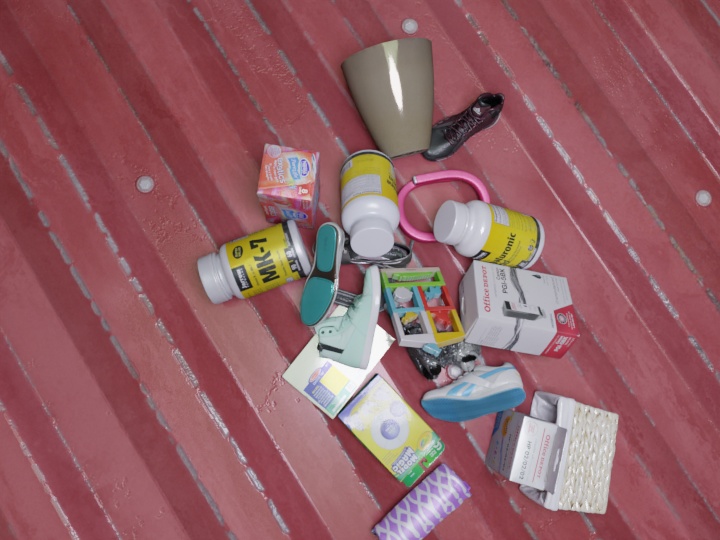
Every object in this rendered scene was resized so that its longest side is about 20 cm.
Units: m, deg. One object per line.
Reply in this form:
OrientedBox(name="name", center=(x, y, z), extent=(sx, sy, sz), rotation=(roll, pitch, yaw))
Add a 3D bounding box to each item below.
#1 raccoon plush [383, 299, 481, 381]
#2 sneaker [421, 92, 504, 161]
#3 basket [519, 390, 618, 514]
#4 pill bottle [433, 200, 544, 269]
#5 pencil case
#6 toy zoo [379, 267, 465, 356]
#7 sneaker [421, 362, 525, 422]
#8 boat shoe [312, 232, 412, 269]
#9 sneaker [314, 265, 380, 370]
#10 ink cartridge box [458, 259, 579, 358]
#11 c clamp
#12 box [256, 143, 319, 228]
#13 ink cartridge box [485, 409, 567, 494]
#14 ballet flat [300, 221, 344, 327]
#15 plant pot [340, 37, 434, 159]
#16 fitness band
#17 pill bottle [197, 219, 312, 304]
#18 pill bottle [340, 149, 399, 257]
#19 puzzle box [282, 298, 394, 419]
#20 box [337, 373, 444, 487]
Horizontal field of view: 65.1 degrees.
OrientedBox(name="raccoon plush", center=(0.153, 0.116, 1.098), extent=(0.133, 0.097, 0.201), rotation=(-30, 96, -13))
OrientedBox(name="sneaker", center=(0.212, -0.308, 1.157), extent=(0.199, 0.116, 0.076), rotation=(-36, 85, -8))
OrientedBox(name="basket", center=(0.393, 0.342, 1.068), extent=(0.122, 0.136, 0.202), rotation=(12, 82, -4))
OrientedBox(name="pill bottle", center=(0.247, -0.073, 1.100), extent=(0.198, 0.111, 0.112), rotation=(13, 81, -21))
OrientedBox(name="pencil case", center=(0.118, 0.458, 1.064), extent=(0.200, 0.084, 0.086), rotation=(-40, 121, -6))
OrientedBox(name="toy zoo", center=(0.118, 0.077, 1.078), extent=(0.130, 0.021, 0.201), rotation=(-2, 50, -17))
OrientedBox(name="sneaker", center=(0.216, 0.237, 1.106), extent=(0.198, 0.081, 0.077), rotation=(-13, 127, 11))
OrientedBox(name="boat shoe", center=(0.006, -0.044, 1.113), extent=(0.198, 0.057, 0.067), rotation=(7, 73, -7))
OrientedBox(name="sneaker", center=(-0.026, 0.082, 1.073), extent=(0.117, 0.074, 0.202), rotation=(10, 93, -1))
OrientedBox(name="ink cartridge box", center=(0.300, 0.074, 1.088), extent=(0.198, 0.083, 0.148), rotation=(10, 48, -7))
OrientedBox(name="c clamp", center=(0.000, 0.000, 1.144), extent=(0.198, 0.027, 0.172), rotation=(12, 72, -5))
OrientedBox(name="box", center=(-0.131, -0.153, 1.073), extent=(0.102, 0.200, 0.096), rotation=(8, 80, -3))
OrientedBox(name="ink cartridge box", center=(0.298, 0.323, 1.031), extent=(0.067, 0.200, 0.116), rotation=(16, 81, -1))
OrientedBox(name="ballet flat", center=(-0.063, 0.009, 1.069), extent=(0.069, 0.069, 0.202), rotation=(12, 97, -2))
OrientedBox(name="plant pot", center=(0.072, -0.332, 1.133), extent=(0.186, 0.187, 0.202), rotation=(-13, 95, -5))
OrientedBox(name="fitness band", center=(0.170, -0.133, 1.170), extent=(0.198, 0.037, 0.145), rotation=(-9, 83, -4))
OrientedBox(name="pill bottle", center=(-0.202, -0.013, 1.092), extent=(0.199, 0.114, 0.115), rotation=(-21, 84, -3))
OrientedBox(name="pill bottle", center=(0.018, -0.128, 1.084), extent=(0.111, 0.112, 0.201), rotation=(0, 52, -3))
OrientedBox(name="puzzle box", center=(-0.044, 0.173, 1.120), extent=(0.133, 0.025, 0.200), rotation=(39, 82, 2))
OrientedBox(name="box", center=(0.063, 0.313, 1.097), extent=(0.117, 0.048, 0.200), rotation=(-45, 88, -7))
